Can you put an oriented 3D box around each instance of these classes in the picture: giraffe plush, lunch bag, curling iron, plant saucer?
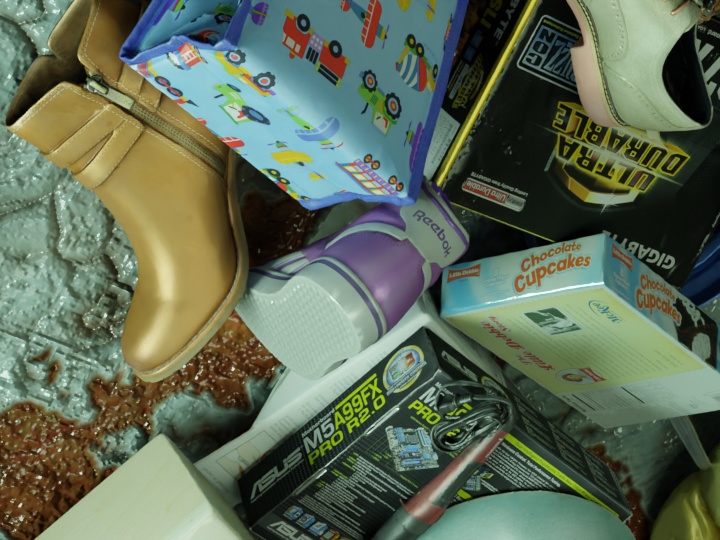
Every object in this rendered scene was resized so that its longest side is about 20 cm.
[{"bbox_3d":[0.307,0.162,1.471,0.162,0.172,0.200,-13,87,-32],"label":"giraffe plush"},{"bbox_3d":[-0.011,-0.156,1.132,0.151,0.094,0.200,39,65,-36],"label":"lunch bag"},{"bbox_3d":[0.029,0.137,1.271,0.050,0.026,0.200,29,122,-9],"label":"curling iron"},{"bbox_3d":[0.089,0.224,1.346,0.201,0.039,0.201,-7,130,-9],"label":"plant saucer"}]

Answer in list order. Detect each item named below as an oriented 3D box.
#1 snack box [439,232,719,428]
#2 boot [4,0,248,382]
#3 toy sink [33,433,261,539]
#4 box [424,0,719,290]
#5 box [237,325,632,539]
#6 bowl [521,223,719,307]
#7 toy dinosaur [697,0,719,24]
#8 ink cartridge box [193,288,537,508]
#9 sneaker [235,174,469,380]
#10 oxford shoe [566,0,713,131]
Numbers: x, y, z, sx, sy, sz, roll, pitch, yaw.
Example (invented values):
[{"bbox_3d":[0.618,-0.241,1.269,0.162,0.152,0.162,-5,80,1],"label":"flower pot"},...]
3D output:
[{"bbox_3d":[0.152,0.041,1.315,0.200,0.116,0.037,34,53,-45],"label":"snack box"},{"bbox_3d":[-0.125,-0.047,1.160,0.155,0.077,0.200,22,102,-36],"label":"boot"},{"bbox_3d":[-0.098,0.220,1.276,0.130,0.112,0.200,-41,121,-3],"label":"toy sink"},{"bbox_3d":[0.144,-0.091,1.246,0.200,0.049,0.160,20,103,-32],"label":"box"},{"bbox_3d":[0.048,0.142,1.323,0.160,0.044,0.200,-41,127,16],"label":"box"},{"bbox_3d":[0.187,-0.063,1.336,0.200,0.039,0.201,-12,121,-21],"label":"bowl"},{"bbox_3d":[0.185,-0.245,1.188,0.102,0.200,0.136,-20,154,23],"label":"toy dinosaur"},{"bbox_3d":[-0.001,0.111,1.344,0.200,0.050,0.162,-32,128,14],"label":"ink cartridge box"},{"bbox_3d":[0.001,0.001,1.196,0.114,0.200,0.073,-42,103,-19],"label":"sneaker"},{"bbox_3d":[0.147,-0.159,1.125,0.071,0.074,0.200,-51,138,-30],"label":"oxford shoe"}]
